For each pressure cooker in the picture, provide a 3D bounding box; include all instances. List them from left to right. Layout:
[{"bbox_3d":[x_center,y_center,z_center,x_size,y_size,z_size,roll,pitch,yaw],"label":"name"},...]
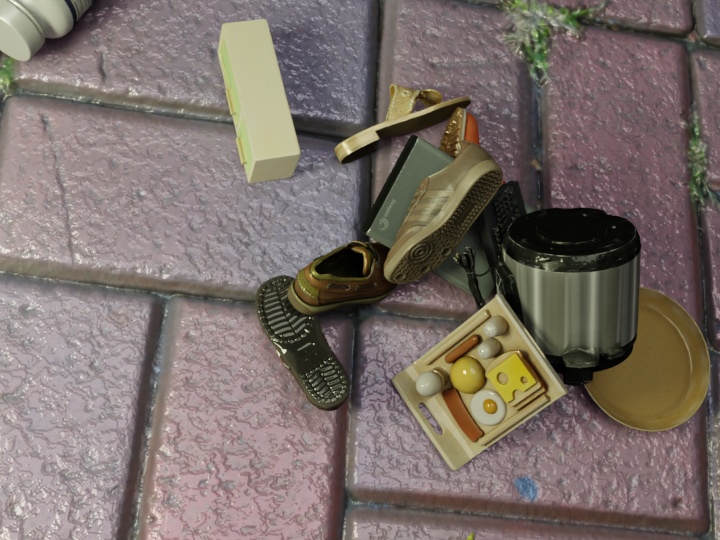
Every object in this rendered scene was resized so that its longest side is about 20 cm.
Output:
[{"bbox_3d":[0.264,0.040,1.344,0.175,0.178,0.202,-26,122,-38],"label":"pressure cooker"}]

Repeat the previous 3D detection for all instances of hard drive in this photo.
[{"bbox_3d":[0.114,-0.066,1.384,0.199,0.033,0.140,28,91,-23],"label":"hard drive"}]

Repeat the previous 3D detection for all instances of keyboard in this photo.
[{"bbox_3d":[0.182,-0.008,1.386,0.127,0.201,0.021,-37,38,-21],"label":"keyboard"}]

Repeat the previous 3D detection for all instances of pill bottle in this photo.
[{"bbox_3d":[-0.406,-0.376,1.392,0.119,0.120,0.201,33,67,0],"label":"pill bottle"}]

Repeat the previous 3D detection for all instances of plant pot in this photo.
[{"bbox_3d":[0.381,0.121,1.457,0.198,0.028,0.202,4,70,-12],"label":"plant pot"}]

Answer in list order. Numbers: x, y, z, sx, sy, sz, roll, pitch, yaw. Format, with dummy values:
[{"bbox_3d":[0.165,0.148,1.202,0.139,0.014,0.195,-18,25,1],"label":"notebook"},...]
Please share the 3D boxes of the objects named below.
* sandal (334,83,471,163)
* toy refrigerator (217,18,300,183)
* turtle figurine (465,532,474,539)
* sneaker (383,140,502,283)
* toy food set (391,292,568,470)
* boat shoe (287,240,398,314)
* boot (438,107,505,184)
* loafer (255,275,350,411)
[{"bbox_3d":[0.050,-0.222,1.471,0.210,0.078,0.070,-26,82,-15],"label":"sandal"},{"bbox_3d":[-0.140,-0.226,1.427,0.069,0.076,0.202,-11,75,-17],"label":"toy refrigerator"},{"bbox_3d":[0.175,0.397,1.292,0.161,0.064,0.200,41,76,11],"label":"turtle figurine"},{"bbox_3d":[0.094,-0.072,1.328,0.070,0.200,0.076,24,25,-46],"label":"sneaker"},{"bbox_3d":[0.144,0.140,1.317,0.144,0.200,0.060,55,35,9],"label":"toy food set"},{"bbox_3d":[0.000,0.000,1.353,0.199,0.068,0.072,-25,67,-44],"label":"boat shoe"},{"bbox_3d":[0.161,-0.123,1.470,0.106,0.075,0.202,3,79,-15],"label":"boot"},{"bbox_3d":[-0.076,0.097,1.338,0.072,0.071,0.201,-21,61,-10],"label":"loafer"}]
